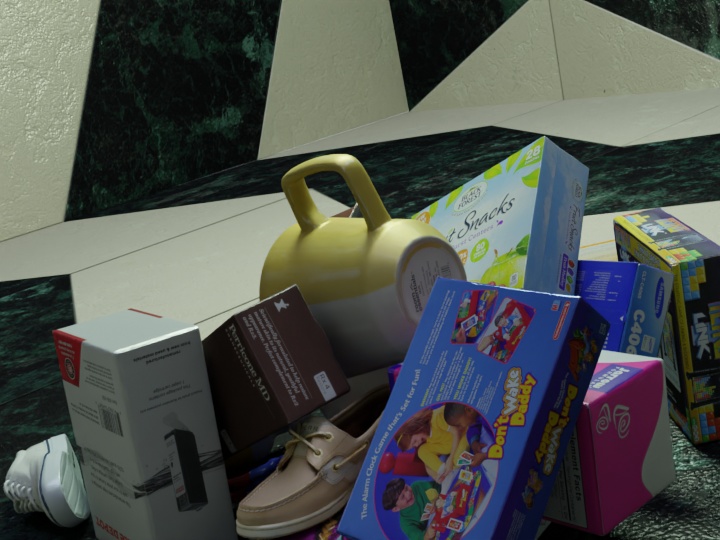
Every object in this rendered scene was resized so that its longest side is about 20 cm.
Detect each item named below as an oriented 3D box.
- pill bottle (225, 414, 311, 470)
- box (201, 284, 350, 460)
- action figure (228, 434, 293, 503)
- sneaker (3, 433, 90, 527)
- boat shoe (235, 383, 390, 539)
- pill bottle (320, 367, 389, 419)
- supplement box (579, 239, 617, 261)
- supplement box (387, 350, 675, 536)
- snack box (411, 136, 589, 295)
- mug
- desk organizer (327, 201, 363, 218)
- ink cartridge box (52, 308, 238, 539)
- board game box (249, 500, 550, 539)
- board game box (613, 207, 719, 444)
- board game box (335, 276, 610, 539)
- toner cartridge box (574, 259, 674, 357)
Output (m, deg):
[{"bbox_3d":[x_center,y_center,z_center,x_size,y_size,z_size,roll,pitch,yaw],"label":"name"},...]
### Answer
[{"bbox_3d":[-0.153,0.146,1.144,0.197,0.114,0.112,-15,14,-10],"label":"pill bottle"},{"bbox_3d":[-0.099,0.099,0.994,0.074,0.101,0.200,-25,-7,-37],"label":"box"},{"bbox_3d":[-0.050,0.181,1.067,0.197,0.052,0.065,-9,9,3],"label":"action figure"},{"bbox_3d":[-0.311,0.216,1.120,0.070,0.074,0.200,-24,7,-13],"label":"sneaker"},{"bbox_3d":[-0.030,0.151,0.935,0.073,0.070,0.199,-1,17,41],"label":"boat shoe"},{"bbox_3d":[0.019,0.091,1.223,0.111,0.114,0.200,-8,13,12],"label":"pill bottle"},{"bbox_3d":[0.302,0.024,1.333,0.124,0.075,0.200,-12,14,-4],"label":"supplement box"},{"bbox_3d":[0.128,0.118,0.878,0.101,0.105,0.198,-21,19,-41],"label":"supplement box"},{"bbox_3d":[0.115,-0.006,1.064,0.199,0.067,0.170,-28,39,48],"label":"snack box"},{"bbox_3d":[0.001,0.010,0.989,0.152,0.186,0.151,-8,51,50],"label":"mug"},{"bbox_3d":[-0.039,0.020,1.154,0.076,0.072,0.201,-21,25,28],"label":"desk organizer"},{"bbox_3d":[-0.188,0.147,0.993,0.083,0.203,0.144,-16,14,-33],"label":"ink cartridge box"},{"bbox_3d":[0.024,0.210,0.889,0.198,0.042,0.199,-2,17,33],"label":"board game box"},{"bbox_3d":[0.296,0.044,1.064,0.056,0.168,0.200,-10,15,0],"label":"board game box"},{"bbox_3d":[0.077,0.110,0.792,0.133,0.202,0.045,8,-20,47],"label":"board game box"},{"bbox_3d":[0.190,0.041,1.023,0.043,0.096,0.199,15,-4,-26],"label":"toner cartridge box"}]
